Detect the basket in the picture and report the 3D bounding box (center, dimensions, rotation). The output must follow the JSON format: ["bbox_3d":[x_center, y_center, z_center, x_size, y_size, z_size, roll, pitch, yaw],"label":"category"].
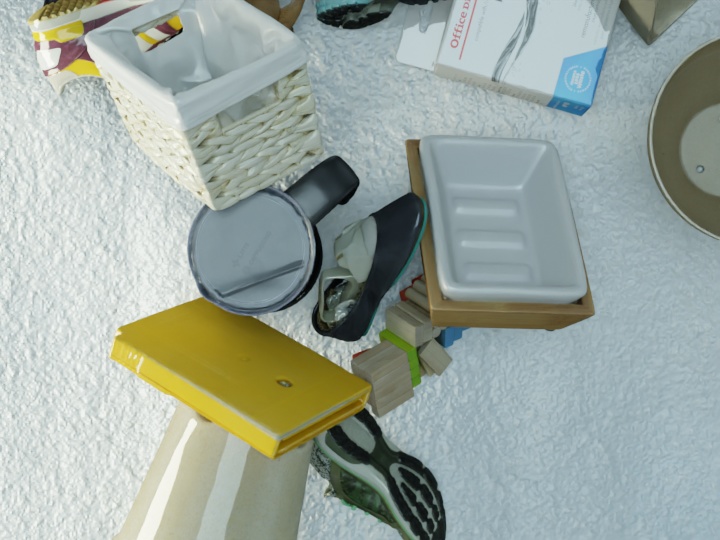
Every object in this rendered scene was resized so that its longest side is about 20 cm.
[{"bbox_3d":[-0.137,-0.157,1.384,0.135,0.200,0.124,-29,127,-19],"label":"basket"}]

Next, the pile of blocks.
[{"bbox_3d":[0.060,0.051,1.533,0.200,0.082,0.062,-49,46,-9],"label":"pile of blocks"}]

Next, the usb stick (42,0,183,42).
[{"bbox_3d":[-0.219,-0.232,1.543,0.199,0.033,0.056,12,98,0],"label":"usb stick"}]

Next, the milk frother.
[{"bbox_3d":[-0.116,-0.065,1.463,0.199,0.188,0.181,31,89,1],"label":"milk frother"}]

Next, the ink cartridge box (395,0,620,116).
[{"bbox_3d":[0.143,-0.236,1.524,0.199,0.067,0.116,15,89,1],"label":"ink cartridge box"}]

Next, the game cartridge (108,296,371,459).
[{"bbox_3d":[-0.113,0.094,1.444,0.199,0.176,0.033,27,113,22],"label":"game cartridge"}]

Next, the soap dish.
[{"bbox_3d":[0.126,-0.033,1.468,0.156,0.081,0.201,2,54,-12],"label":"soap dish"}]

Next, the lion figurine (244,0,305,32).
[{"bbox_3d":[-0.097,-0.256,1.466,0.072,0.200,0.123,19,64,30],"label":"lion figurine"}]

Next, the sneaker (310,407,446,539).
[{"bbox_3d":[0.007,0.210,1.530,0.088,0.077,0.200,-31,104,40],"label":"sneaker"}]

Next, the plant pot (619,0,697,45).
[{"bbox_3d":[0.289,-0.369,1.472,0.200,0.200,0.177,-43,78,0],"label":"plant pot"}]

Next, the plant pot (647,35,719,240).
[{"bbox_3d":[0.366,-0.122,1.488,0.199,0.134,0.202,0,90,1],"label":"plant pot"}]

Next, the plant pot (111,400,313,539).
[{"bbox_3d":[-0.130,0.223,1.447,0.199,0.200,0.184,18,93,0],"label":"plant pot"}]

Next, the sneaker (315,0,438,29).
[{"bbox_3d":[0.036,-0.301,1.488,0.199,0.077,0.087,-11,78,33],"label":"sneaker"}]

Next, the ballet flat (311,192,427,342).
[{"bbox_3d":[0.000,0.000,1.468,0.073,0.200,0.073,12,48,-14],"label":"ballet flat"}]

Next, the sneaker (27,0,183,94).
[{"bbox_3d":[-0.215,-0.230,1.498,0.199,0.075,0.091,-12,116,4],"label":"sneaker"}]
